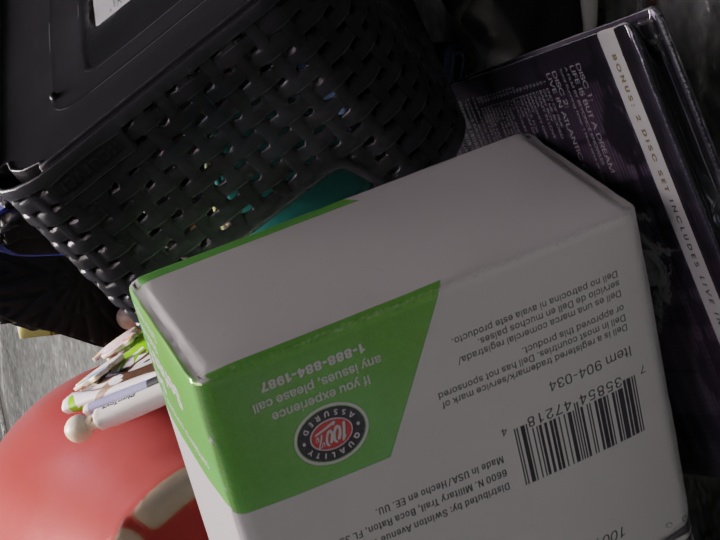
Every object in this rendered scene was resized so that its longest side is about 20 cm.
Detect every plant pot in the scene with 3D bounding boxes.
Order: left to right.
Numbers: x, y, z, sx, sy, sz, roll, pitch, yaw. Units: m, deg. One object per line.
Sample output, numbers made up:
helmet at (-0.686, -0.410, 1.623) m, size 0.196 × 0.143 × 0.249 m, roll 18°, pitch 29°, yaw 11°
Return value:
plant pot at (-0.079, 0.146, 0.944) m, size 0.177 × 0.199 × 0.202 m, roll -171°, pitch 75°, yaw -69°

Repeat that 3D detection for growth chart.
growth chart at (-0.080, 0.030, 0.946) m, size 0.018 × 0.144 × 0.200 m, roll 63°, pitch -171°, yaw -13°

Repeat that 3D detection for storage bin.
storage bin at (-0.055, -0.080, 0.720) m, size 0.094 × 0.135 × 0.200 m, roll 47°, pitch -166°, yaw -28°

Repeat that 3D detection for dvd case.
dvd case at (0.078, -0.002, 0.665) m, size 0.149 × 0.016 × 0.200 m, roll 67°, pitch 162°, yaw -5°

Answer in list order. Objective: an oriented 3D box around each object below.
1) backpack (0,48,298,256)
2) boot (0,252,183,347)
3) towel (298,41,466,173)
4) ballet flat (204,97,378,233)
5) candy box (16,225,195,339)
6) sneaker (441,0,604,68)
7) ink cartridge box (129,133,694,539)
backpack at (-0.117, -0.125, 0.903) m, size 0.168 × 0.162 × 0.200 m, roll 46°, pitch 110°, yaw 12°
boot at (-0.206, -0.016, 1.063) m, size 0.157 × 0.211 × 0.080 m, roll 17°, pitch 77°, yaw 34°
towel at (0.015, -0.001, 0.852) m, size 0.112 × 0.048 × 0.201 m, roll -172°, pitch 75°, yaw -70°
ballet flat at (0.000, 0.000, 0.762) m, size 0.200 × 0.070 × 0.071 m, roll 44°, pitch 138°, yaw 46°
candy box at (-0.156, -0.044, 1.220) m, size 0.201 × 0.115 × 0.055 m, roll 106°, pitch 151°, yaw -48°
sneaker at (0.022, -0.140, 0.719) m, size 0.076 × 0.087 × 0.201 m, roll 121°, pitch 137°, yaw -60°
ink cartridge box at (0.026, 0.079, 0.639) m, size 0.084 × 0.145 × 0.201 m, roll -136°, pitch 28°, yaw -59°
